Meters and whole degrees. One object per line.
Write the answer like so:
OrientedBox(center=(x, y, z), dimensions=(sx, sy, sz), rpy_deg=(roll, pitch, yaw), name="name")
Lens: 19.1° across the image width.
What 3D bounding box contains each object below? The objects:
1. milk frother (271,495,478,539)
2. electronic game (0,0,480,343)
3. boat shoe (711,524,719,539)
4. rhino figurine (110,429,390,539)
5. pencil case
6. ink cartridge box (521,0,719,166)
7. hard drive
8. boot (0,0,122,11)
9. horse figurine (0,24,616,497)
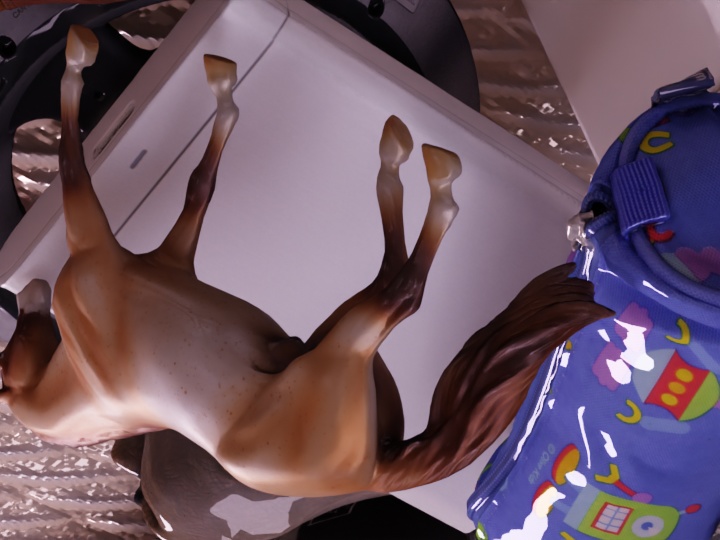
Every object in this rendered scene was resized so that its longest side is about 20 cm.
OrientedBox(center=(-0.001, 0.204, 0.871), dimensions=(0.187, 0.201, 0.181), rpy_deg=(-18, 151, 15), name="milk frother")
OrientedBox(center=(-0.057, -0.042, 0.718), dimensions=(0.198, 0.042, 0.201), rpy_deg=(-8, 131, -9), name="electronic game")
OrientedBox(center=(0.129, 0.084, 0.846), dimensions=(0.199, 0.073, 0.062), rpy_deg=(9, 115, -38), name="boat shoe")
OrientedBox(center=(0.002, 0.050, 0.809), dimensions=(0.199, 0.088, 0.060), rpy_deg=(-18, 140, -5), name="rhino figurine")
OrientedBox(center=(0.087, 0.034, 0.650), dimensions=(0.086, 0.078, 0.201), rpy_deg=(7, 142, -7), name="pencil case")
OrientedBox(center=(0.151, -0.089, 0.693), dimensions=(0.199, 0.129, 0.125), rpy_deg=(16, 128, -34), name="ink cartridge box")
OrientedBox(center=(0.000, 0.000, 0.709), dimensions=(0.199, 0.027, 0.132), rpy_deg=(30, 116, -27), name="hard drive")
OrientedBox(center=(-0.146, -0.133, 0.587), dimensions=(0.199, 0.069, 0.189), rpy_deg=(-15, 141, 11), name="boot")
OrientedBox(center=(-0.031, 0.012, 0.615), dimensions=(0.050, 0.199, 0.134), rpy_deg=(-10, 116, -59), name="horse figurine")
